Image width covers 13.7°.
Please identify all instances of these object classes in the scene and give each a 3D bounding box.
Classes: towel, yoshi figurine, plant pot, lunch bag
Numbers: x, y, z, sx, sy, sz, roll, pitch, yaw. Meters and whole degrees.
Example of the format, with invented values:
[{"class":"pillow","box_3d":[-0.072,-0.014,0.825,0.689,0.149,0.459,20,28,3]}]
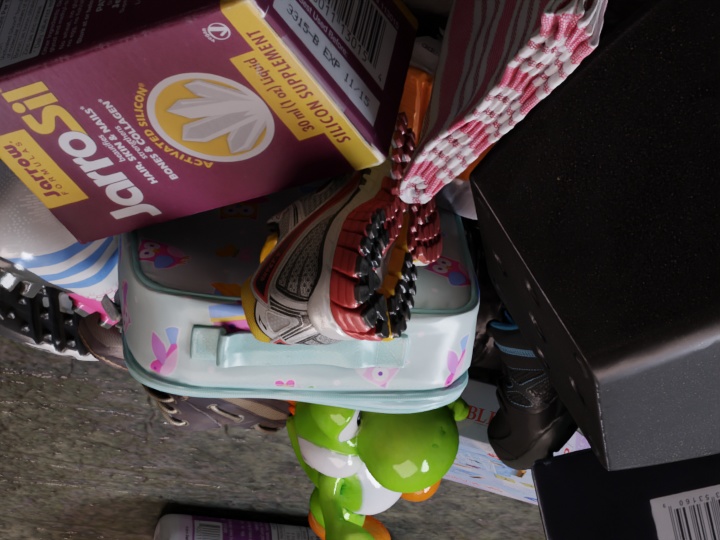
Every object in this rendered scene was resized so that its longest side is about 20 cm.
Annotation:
[{"class":"towel","box_3d":[0.075,-0.132,1.452,0.030,0.147,0.200,25,150,-14]},{"class":"yoshi figurine","box_3d":[0.016,0.117,1.804,0.111,0.113,0.200,-12,156,0]},{"class":"plant pot","box_3d":[0.168,-0.010,1.558,0.177,0.200,0.200,-29,155,-6]},{"class":"lunch bag","box_3d":[-0.039,0.012,1.619,0.199,0.161,0.077,3,122,-9]}]

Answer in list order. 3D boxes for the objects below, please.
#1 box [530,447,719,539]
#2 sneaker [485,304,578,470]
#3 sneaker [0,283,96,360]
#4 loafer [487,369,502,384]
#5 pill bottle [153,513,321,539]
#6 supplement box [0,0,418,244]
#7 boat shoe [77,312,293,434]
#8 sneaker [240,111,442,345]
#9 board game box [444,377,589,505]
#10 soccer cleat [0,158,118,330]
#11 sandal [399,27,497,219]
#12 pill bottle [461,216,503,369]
[{"class":"box","box_3d":[0.209,0.148,1.717,0.199,0.124,0.198,-12,175,5]},{"class":"sneaker","box_3d":[0.110,0.048,1.735,0.082,0.073,0.200,36,147,1]},{"class":"sneaker","box_3d":[-0.150,0.031,1.889,0.199,0.067,0.090,-1,164,-26]},{"class":"loafer","box_3d":[0.142,0.055,1.931,0.069,0.070,0.200,16,162,-12]},{"class":"pill bottle","box_3d":[-0.063,0.252,2.322,0.199,0.113,0.112,7,155,-8]},{"class":"supplement box","box_3d":[-0.091,-0.109,1.532,0.199,0.104,0.131,-15,135,32]},{"class":"boat shoe","box_3d":[-0.096,0.065,1.829,0.199,0.075,0.073,18,122,-42]},{"class":"sneaker","box_3d":[-0.011,-0.023,1.532,0.082,0.200,0.078,-10,109,18]},{"class":"board game box","box_3d":[0.056,0.103,1.978,0.199,0.041,0.199,14,168,29]},{"class":"soccer cleat","box_3d":[-0.154,-0.022,1.676,0.070,0.087,0.200,31,-177,21]},{"class":"sandal","box_3d":[0.019,-0.108,1.618,0.206,0.059,0.079,36,138,-15]},{"class":"pill bottle","box_3d":[0.000,0.000,1.776,0.199,0.112,0.112,12,154,-17]}]
